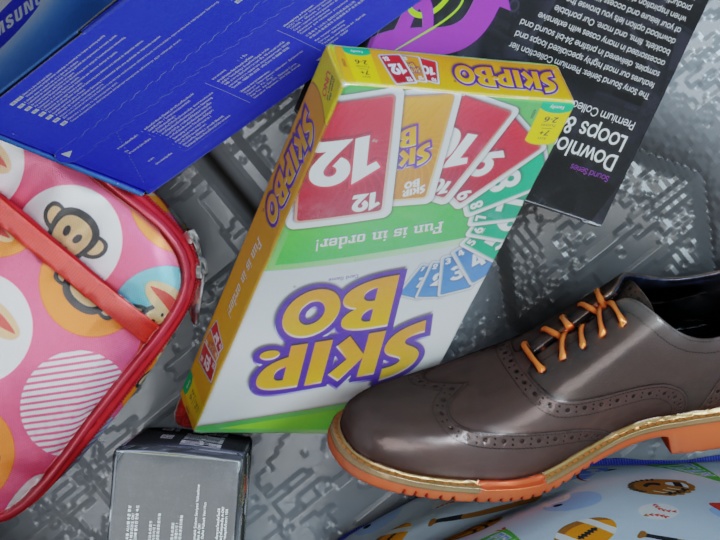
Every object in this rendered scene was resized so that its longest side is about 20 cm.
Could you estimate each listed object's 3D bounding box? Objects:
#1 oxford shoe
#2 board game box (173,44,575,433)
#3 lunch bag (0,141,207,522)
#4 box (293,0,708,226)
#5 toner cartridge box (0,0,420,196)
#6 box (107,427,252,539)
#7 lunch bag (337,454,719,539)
[{"bbox_3d":[0.081,0.035,0.919,0.198,0.071,0.073,-12,129,-21],"label":"oxford shoe"},{"bbox_3d":[0.000,0.000,0.900,0.095,0.030,0.201,2,137,-26],"label":"board game box"},{"bbox_3d":[-0.162,-0.019,0.933,0.200,0.082,0.176,40,95,-7],"label":"lunch bag"},{"bbox_3d":[0.074,-0.126,0.892,0.142,0.036,0.201,16,103,-36],"label":"box"},{"bbox_3d":[-0.043,-0.104,0.826,0.199,0.043,0.095,-33,145,29],"label":"toner cartridge box"},{"bbox_3d":[-0.074,0.165,0.909,0.049,0.158,0.202,4,90,-1],"label":"box"},{"bbox_3d":[0.077,0.144,0.918,0.198,0.170,0.125,0,98,-1],"label":"lunch bag"}]
